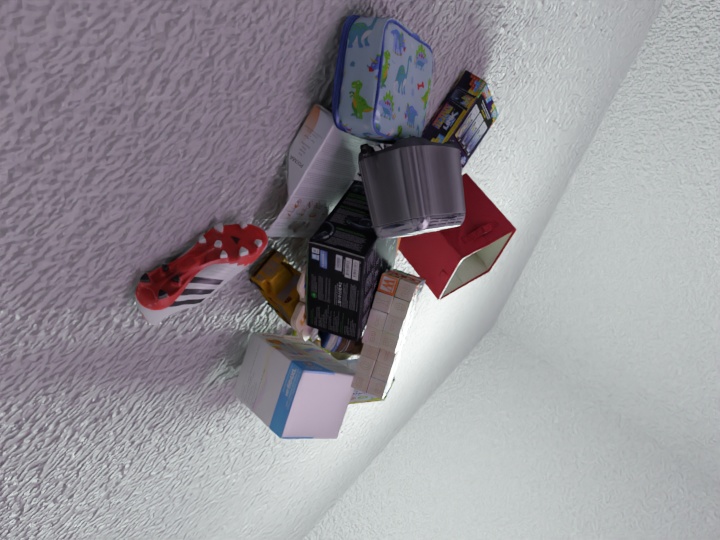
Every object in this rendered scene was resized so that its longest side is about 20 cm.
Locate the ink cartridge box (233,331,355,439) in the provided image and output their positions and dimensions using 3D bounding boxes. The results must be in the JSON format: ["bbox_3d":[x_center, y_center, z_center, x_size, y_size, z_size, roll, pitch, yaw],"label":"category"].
[{"bbox_3d":[-0.126,0.198,1.147,0.128,0.199,0.126,13,99,-43],"label":"ink cartridge box"}]

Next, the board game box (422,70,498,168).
[{"bbox_3d":[0.208,-0.298,1.331,0.166,0.057,0.200,-55,161,6],"label":"board game box"}]

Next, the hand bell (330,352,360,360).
[{"bbox_3d":[-0.067,0.212,1.527,0.104,0.104,0.200,-30,162,-50],"label":"hand bell"}]

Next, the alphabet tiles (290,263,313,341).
[{"bbox_3d":[-0.066,0.013,1.057,0.196,0.014,0.201,74,35,-66],"label":"alphabet tiles"}]

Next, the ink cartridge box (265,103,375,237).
[{"bbox_3d":[-0.068,-0.144,0.975,0.200,0.050,0.162,-53,162,17],"label":"ink cartridge box"}]

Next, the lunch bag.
[{"bbox_3d":[0.036,-0.263,0.901,0.200,0.082,0.162,-11,111,-65],"label":"lunch bag"}]

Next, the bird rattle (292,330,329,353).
[{"bbox_3d":[-0.132,0.218,1.338,0.201,0.112,0.163,-56,177,14],"label":"bird rattle"}]

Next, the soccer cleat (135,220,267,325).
[{"bbox_3d":[-0.209,0.002,0.851,0.200,0.069,0.085,-37,163,-33],"label":"soccer cleat"}]

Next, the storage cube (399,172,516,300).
[{"bbox_3d":[0.205,-0.074,1.434,0.170,0.180,0.200,-27,158,-26],"label":"storage cube"}]

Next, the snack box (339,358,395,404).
[{"bbox_3d":[-0.031,0.262,1.493,0.198,0.068,0.169,-5,153,-10],"label":"snack box"}]

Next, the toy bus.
[{"bbox_3d":[-0.121,0.041,1.089,0.065,0.078,0.200,-49,160,-14],"label":"toy bus"}]

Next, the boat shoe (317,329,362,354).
[{"bbox_3d":[-0.032,0.106,1.145,0.073,0.072,0.200,-63,-171,13],"label":"boat shoe"}]

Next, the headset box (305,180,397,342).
[{"bbox_3d":[-0.005,-0.023,1.028,0.200,0.092,0.175,-59,160,-46],"label":"headset box"}]

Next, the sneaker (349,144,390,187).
[{"bbox_3d":[0.020,-0.142,1.116,0.200,0.081,0.075,-50,162,-7],"label":"sneaker"}]

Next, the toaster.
[{"bbox_3d":[0.077,-0.119,0.932,0.199,0.113,0.130,-11,90,-56],"label":"toaster"}]

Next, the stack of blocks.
[{"bbox_3d":[0.044,0.104,1.059,0.115,0.058,0.202,-19,127,-76],"label":"stack of blocks"}]

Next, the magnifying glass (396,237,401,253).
[{"bbox_3d":[0.068,-0.086,1.144,0.079,0.022,0.201,-30,140,-47],"label":"magnifying glass"}]
